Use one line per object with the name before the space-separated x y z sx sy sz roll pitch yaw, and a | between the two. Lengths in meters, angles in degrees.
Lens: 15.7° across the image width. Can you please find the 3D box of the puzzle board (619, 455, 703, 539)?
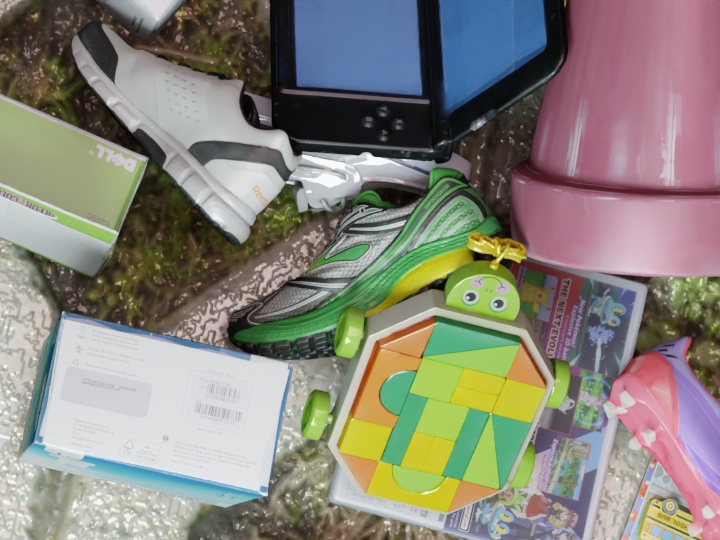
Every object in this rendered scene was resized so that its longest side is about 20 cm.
puzzle board | 0.275 0.203 1.791 0.199 0.017 0.151 24 80 -7

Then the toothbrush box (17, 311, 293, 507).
toothbrush box | -0.132 0.091 1.637 0.146 0.200 0.086 13 80 -8

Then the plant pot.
plant pot | 0.197 -0.101 1.675 0.199 0.200 0.180 -1 102 -10

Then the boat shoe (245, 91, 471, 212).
boat shoe | -0.028 -0.069 1.747 0.199 0.074 0.067 15 84 4

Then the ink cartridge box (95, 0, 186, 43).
ink cartridge box | -0.169 -0.274 1.734 0.200 0.084 0.144 41 79 -4

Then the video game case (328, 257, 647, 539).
video game case | 0.088 0.082 1.769 0.181 0.023 0.201 15 80 -8

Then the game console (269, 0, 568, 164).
game console | 0.033 -0.184 1.707 0.175 0.117 0.201 4 55 -8

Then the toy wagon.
toy wagon | 0.056 0.067 1.676 0.154 0.040 0.201 14 122 -12

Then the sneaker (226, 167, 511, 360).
sneaker | 0.000 0.000 1.719 0.199 0.078 0.086 -26 74 13

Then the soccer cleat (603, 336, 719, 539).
soccer cleat | 0.244 0.139 1.756 0.076 0.067 0.200 -35 88 -21

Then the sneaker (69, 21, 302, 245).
sneaker | -0.113 -0.102 1.694 0.080 0.074 0.200 -44 61 -1

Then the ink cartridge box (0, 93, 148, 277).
ink cartridge box | -0.211 -0.067 1.641 0.147 0.200 0.076 24 79 -7
